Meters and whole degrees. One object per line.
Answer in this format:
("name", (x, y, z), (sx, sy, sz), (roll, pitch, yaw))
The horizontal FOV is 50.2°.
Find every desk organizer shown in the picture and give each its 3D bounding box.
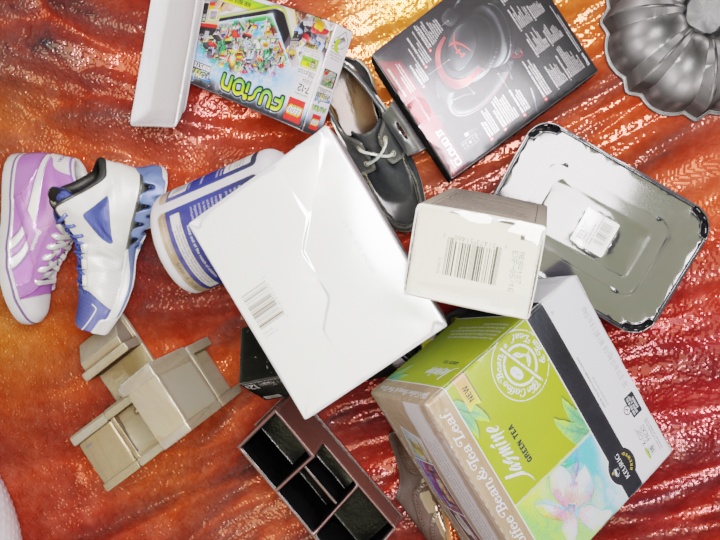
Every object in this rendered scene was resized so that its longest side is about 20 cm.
("desk organizer", (-0.045, 0.242, 0.879), (0.072, 0.077, 0.201), (-42, 88, 13))

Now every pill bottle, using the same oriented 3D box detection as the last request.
("pill bottle", (-0.118, -0.061, 0.836), (0.196, 0.116, 0.118), (-21, 93, 13))

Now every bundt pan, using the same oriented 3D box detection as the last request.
("bundt pan", (0.338, -0.252, 0.746), (0.196, 0.076, 0.208), (2, 98, 11))

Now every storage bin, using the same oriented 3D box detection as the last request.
("storage bin", (0.230, -0.046, 0.783), (0.197, 0.094, 0.137), (31, 101, 7))

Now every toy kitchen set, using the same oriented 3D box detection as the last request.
("toy kitchen set", (-0.275, 0.141, 0.858), (0.198, 0.180, 0.165), (-36, 88, 9))

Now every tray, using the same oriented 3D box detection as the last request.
("tray", (-0.206, -0.258, 0.849), (0.106, 0.022, 0.206), (12, 92, 47))

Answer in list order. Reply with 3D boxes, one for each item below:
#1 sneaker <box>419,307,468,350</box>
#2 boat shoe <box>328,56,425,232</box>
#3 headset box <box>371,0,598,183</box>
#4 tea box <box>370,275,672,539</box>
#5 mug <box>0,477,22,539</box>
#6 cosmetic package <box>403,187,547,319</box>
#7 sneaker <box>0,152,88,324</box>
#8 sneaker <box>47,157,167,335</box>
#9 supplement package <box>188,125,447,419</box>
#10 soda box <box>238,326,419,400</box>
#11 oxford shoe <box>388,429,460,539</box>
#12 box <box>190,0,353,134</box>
("sneaker", (0.144, 0.129, 0.830), (0.084, 0.074, 0.202), (-36, 89, 12))
("boat shoe", (0.011, -0.133, 0.829), (0.070, 0.068, 0.204), (-24, 93, 11))
("headset box", (0.114, -0.198, 0.783), (0.198, 0.075, 0.150), (-36, 89, 4))
("tea box", (0.151, 0.144, 0.732), (0.195, 0.133, 0.203), (-36, 99, -19))
("mug", (-0.518, 0.319, 0.959), (0.197, 0.147, 0.178), (-20, 101, 43))
("cosmetic package", (0.106, -0.023, 0.661), (0.101, 0.200, 0.075), (12, 101, 13))
("sneaker", (-0.363, -0.035, 0.912), (0.111, 0.073, 0.207), (2, 97, 7))
("sneaker", (-0.306, -0.041, 0.870), (0.113, 0.080, 0.204), (18, 96, -32))
("supplement package", (-0.035, 0.001, 0.716), (0.154, 0.111, 0.203), (-32, 89, 6))
("soda box", (-0.035, 0.085, 0.838), (0.195, 0.063, 0.073), (-13, 60, 21))
("oxford shoe", (0.084, 0.268, 0.871), (0.071, 0.071, 0.206), (-14, 90, 32))
("box", (-0.108, -0.229, 0.820), (0.197, 0.034, 0.113), (26, 102, 29))
